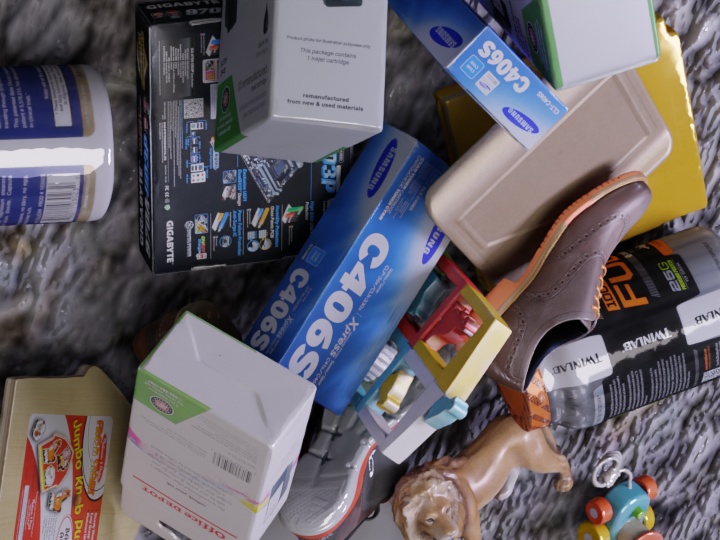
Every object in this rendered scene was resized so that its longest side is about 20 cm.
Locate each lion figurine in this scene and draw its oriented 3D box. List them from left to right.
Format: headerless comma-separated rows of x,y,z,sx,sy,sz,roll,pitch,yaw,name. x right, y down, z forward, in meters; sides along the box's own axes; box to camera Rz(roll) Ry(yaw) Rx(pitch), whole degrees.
0.098,0.165,1.816,0.200,0.072,0.123,-46,136,-35,lion figurine

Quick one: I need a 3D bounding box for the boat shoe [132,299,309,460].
-0.105,0.103,1.754,0.067,0.072,0.200,-15,130,27,boat shoe

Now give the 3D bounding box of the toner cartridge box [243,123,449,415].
0.000,0.000,1.684,0.201,0.043,0.095,-58,141,-3,toner cartridge box

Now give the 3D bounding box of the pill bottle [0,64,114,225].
-0.278,-0.085,1.567,0.198,0.111,0.112,-3,116,-18,pill bottle

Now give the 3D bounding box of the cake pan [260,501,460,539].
-0.014,0.247,1.865,0.199,0.037,0.202,-8,117,-17,cake pan

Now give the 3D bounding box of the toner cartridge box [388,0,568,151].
0.071,-0.165,1.602,0.043,0.200,0.095,-45,120,7,toner cartridge box

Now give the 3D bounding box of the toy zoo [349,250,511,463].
0.042,0.060,1.701,0.020,0.200,0.131,35,99,-30,toy zoo

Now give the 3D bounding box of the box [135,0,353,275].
-0.085,-0.102,1.665,0.158,0.046,0.201,-8,117,-18,box

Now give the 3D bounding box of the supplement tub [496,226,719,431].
0.207,0.051,1.802,0.199,0.123,0.123,-20,120,-11,supplement tub

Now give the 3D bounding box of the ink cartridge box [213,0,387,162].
-0.040,-0.186,1.541,0.082,0.146,0.202,5,82,-18,ink cartridge box

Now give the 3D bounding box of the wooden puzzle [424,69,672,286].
0.142,-0.079,1.698,0.185,0.037,0.200,-44,151,2,wooden puzzle

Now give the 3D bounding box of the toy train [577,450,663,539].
0.181,0.251,1.896,0.200,0.056,0.150,-50,148,6,toy train

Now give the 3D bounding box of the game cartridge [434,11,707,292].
0.168,-0.095,1.773,0.199,0.032,0.177,-21,120,-12,game cartridge

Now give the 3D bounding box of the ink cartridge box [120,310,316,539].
-0.109,0.134,1.671,0.117,0.067,0.201,30,143,10,ink cartridge box

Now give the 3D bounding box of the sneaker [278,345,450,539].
0.007,0.140,1.787,0.200,0.077,0.082,-51,142,-20,sneaker

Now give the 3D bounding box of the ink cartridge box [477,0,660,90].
0.130,-0.236,1.591,0.083,0.200,0.146,-18,120,-7,ink cartridge box

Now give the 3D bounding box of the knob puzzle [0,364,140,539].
-0.224,0.169,1.707,0.219,0.030,0.222,-21,114,-59,knob puzzle

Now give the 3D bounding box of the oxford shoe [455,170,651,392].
0.163,0.010,1.721,0.200,0.073,0.071,-47,155,-8,oxford shoe
